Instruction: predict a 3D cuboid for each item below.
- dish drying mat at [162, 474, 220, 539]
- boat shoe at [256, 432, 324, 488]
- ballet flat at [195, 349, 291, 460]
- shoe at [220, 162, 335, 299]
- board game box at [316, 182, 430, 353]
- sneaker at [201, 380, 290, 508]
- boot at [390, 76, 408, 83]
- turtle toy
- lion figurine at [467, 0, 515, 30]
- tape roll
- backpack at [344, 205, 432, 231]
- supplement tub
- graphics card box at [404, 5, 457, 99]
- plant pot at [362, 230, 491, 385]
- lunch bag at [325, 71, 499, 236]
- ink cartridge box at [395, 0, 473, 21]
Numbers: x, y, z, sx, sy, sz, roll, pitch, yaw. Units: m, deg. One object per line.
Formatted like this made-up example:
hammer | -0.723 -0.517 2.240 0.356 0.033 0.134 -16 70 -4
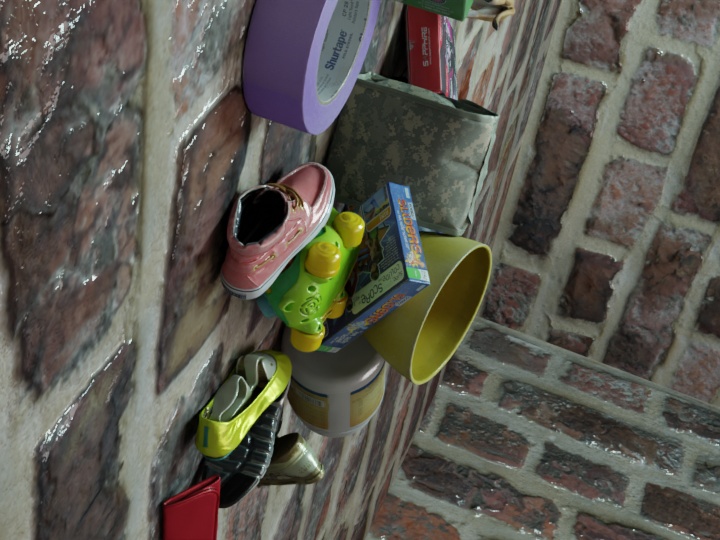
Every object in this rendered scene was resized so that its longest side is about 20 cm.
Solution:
dish drying mat | -0.204 0.321 1.410 0.077 0.018 0.200 -24 146 -28
boat shoe | -0.108 0.260 1.553 0.073 0.063 0.200 -48 -171 -20
ballet flat | -0.136 0.140 1.386 0.200 0.067 0.067 -55 149 -49
shoe | -0.082 -0.065 1.244 0.200 0.071 0.091 -56 169 -35
board game box | 0.000 0.000 1.439 0.200 0.034 0.136 -37 -127 43
sneaker | -0.138 0.222 1.493 0.116 0.075 0.200 93 19 -63
boot | 0.038 -0.182 1.619 0.200 0.067 0.131 -82 179 -54
turtle toy | -0.059 -0.009 1.376 0.200 0.101 0.146 -55 163 -54
lion figurine | 0.150 -0.376 1.578 0.122 0.200 0.073 -5 136 -49
tape roll | -0.043 -0.237 1.144 0.200 0.065 0.201 21 90 -79
backpack | 0.049 -0.006 1.674 0.154 0.190 0.201 -20 130 -75
supplement tub | -0.036 0.141 1.644 0.200 0.144 0.145 92 22 -60
graphics card box | 0.104 -0.301 1.677 0.200 0.051 0.126 9 78 -79
plant pot | 0.059 0.028 1.517 0.200 0.142 0.200 -48 154 -33
lunch bag | 0.068 -0.148 1.489 0.118 0.199 0.164 -35 143 -70
ink cartridge box | 0.057 -0.363 1.187 0.200 0.145 0.088 83 29 -67
